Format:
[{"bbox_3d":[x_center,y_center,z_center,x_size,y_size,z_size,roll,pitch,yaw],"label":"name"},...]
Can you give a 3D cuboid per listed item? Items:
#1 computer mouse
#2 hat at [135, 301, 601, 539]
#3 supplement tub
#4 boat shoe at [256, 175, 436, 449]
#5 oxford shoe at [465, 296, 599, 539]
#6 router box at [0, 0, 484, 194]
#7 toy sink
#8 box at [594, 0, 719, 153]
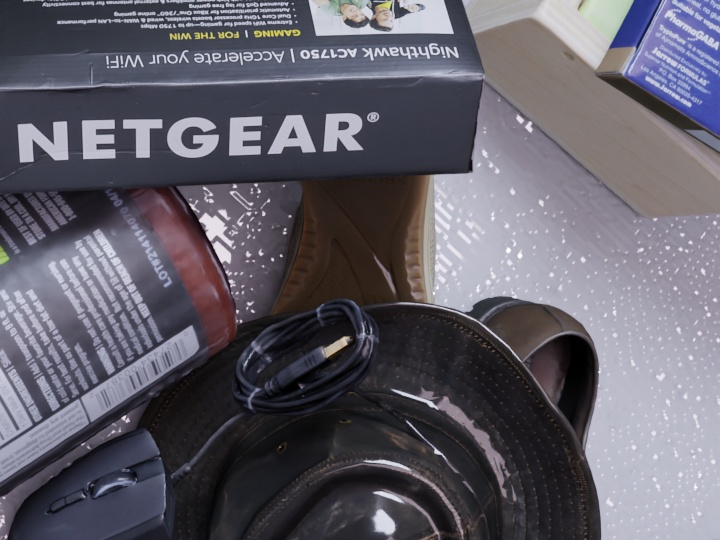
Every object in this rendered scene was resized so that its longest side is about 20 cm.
[{"bbox_3d":[-0.073,0.071,0.708,0.200,0.059,0.034,-40,133,22],"label":"computer mouse"},{"bbox_3d":[-0.008,0.110,0.719,0.199,0.081,0.202,3,104,11],"label":"hat"},{"bbox_3d":[-0.153,0.034,0.701,0.199,0.107,0.107,-33,100,-15],"label":"supplement tub"},{"bbox_3d":[0.000,0.000,0.770,0.072,0.065,0.201,8,104,8],"label":"boat shoe"},{"bbox_3d":[0.049,0.109,0.780,0.072,0.084,0.201,17,86,-22],"label":"oxford shoe"},{"bbox_3d":[-0.065,-0.097,0.681,0.199,0.150,0.051,-3,135,-9],"label":"router box"},{"bbox_3d":[0.156,-0.142,0.804,0.130,0.112,0.200,39,77,-15],"label":"toy sink"},{"bbox_3d":[0.192,-0.137,0.741,0.121,0.032,0.201,29,87,-16],"label":"box"}]
